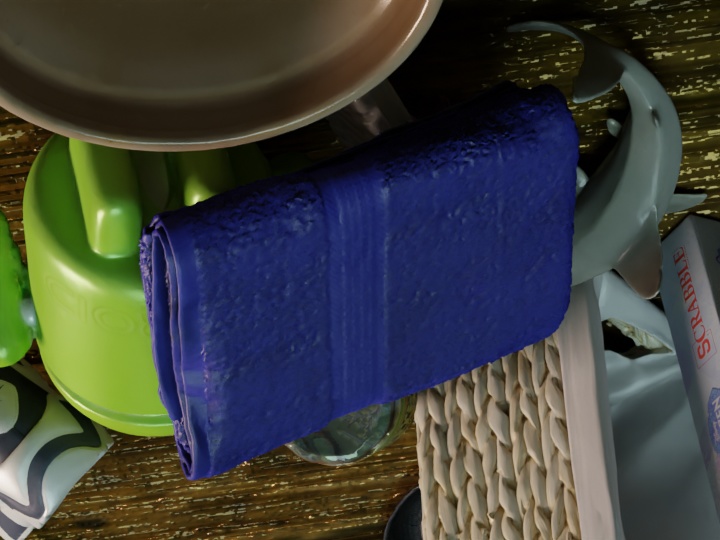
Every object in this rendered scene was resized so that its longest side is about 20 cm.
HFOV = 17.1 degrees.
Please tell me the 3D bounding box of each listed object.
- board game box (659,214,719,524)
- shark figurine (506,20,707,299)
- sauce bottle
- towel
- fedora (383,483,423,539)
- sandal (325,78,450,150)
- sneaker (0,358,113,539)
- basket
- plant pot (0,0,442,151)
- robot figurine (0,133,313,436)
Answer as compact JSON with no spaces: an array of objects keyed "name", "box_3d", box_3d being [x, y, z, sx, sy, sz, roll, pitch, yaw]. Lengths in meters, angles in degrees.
[{"name":"board game box","box_3d":[0.258,0.079,1.234,0.199,0.201,0.041,12,139,-28]},{"name":"shark figurine","box_3d":[0.126,-0.036,1.144,0.128,0.090,0.215,-3,146,-11]},{"name":"sauce bottle","box_3d":[-0.004,0.061,1.204,0.064,0.065,0.200,-13,179,7]},{"name":"towel","box_3d":[0.000,0.000,1.052,0.199,0.050,0.148,-20,136,-20]},{"name":"fedora","box_3d":[0.107,0.183,1.437,0.200,0.092,0.201,-5,145,-4]},{"name":"sandal","box_3d":[0.027,-0.061,1.108,0.050,0.082,0.203,-45,144,-7]},{"name":"sneaker","box_3d":[-0.201,0.073,1.243,0.080,0.130,0.199,-48,-177,-7]},{"name":"basket","box_3d":[0.112,0.119,1.266,0.123,0.201,0.135,-22,143,29]},{"name":"plant pot","box_3d":[-0.070,-0.144,0.941,0.200,0.093,0.201,-7,145,-5]},{"name":"robot figurine","box_3d":[-0.096,0.000,1.116,0.175,0.116,0.200,-12,146,-11]}]
